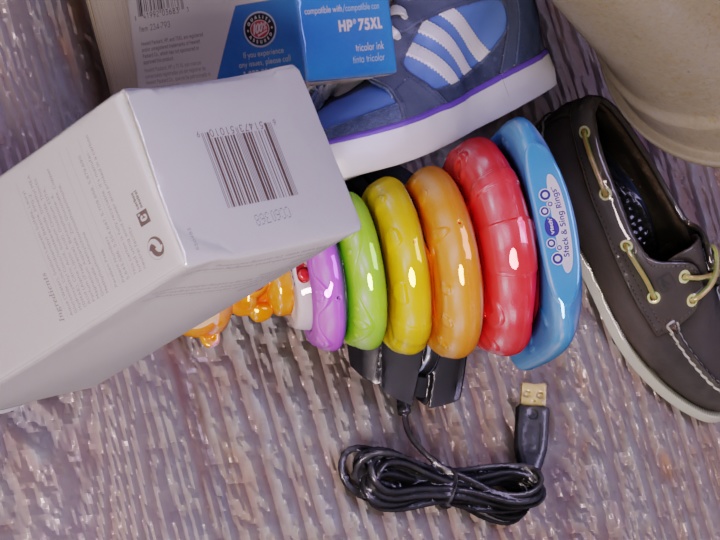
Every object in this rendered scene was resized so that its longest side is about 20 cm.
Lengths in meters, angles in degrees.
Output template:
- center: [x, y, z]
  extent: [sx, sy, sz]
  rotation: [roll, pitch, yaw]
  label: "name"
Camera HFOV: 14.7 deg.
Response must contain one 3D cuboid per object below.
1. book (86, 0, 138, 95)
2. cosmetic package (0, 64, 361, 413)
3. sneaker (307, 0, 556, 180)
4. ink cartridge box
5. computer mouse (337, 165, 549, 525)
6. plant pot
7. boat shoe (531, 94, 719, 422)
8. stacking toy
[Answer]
- center: [-0.051, -0.136, 1.427]
  extent: [0.199, 0.048, 0.135]
  rotation: [-14, 94, -47]
  label: "book"
- center: [-0.110, -0.007, 1.194]
  extent: [0.112, 0.199, 0.082]
  rotation: [-12, 78, -49]
  label: "cosmetic package"
- center: [0.010, -0.131, 1.413]
  extent: [0.200, 0.080, 0.147]
  rotation: [-27, 97, -43]
  label: "sneaker"
- center: [-0.056, -0.184, 1.308]
  extent: [0.067, 0.116, 0.202]
  rotation: [-10, 95, -47]
  label: "ink cartridge box"
- center: [0.050, 0.033, 1.439]
  extent: [0.140, 0.046, 0.201]
  rotation: [17, 58, -36]
  label: "computer mouse"
- center: [0.167, -0.177, 1.446]
  extent: [0.183, 0.199, 0.202]
  rotation: [28, 50, -51]
  label: "plant pot"
- center: [0.163, -0.005, 1.558]
  extent: [0.202, 0.060, 0.072]
  rotation: [54, 42, -8]
  label: "boat shoe"
- center: [0.000, 0.000, 1.351]
  extent: [0.198, 0.110, 0.117]
  rotation: [-9, 80, -12]
  label: "stacking toy"
